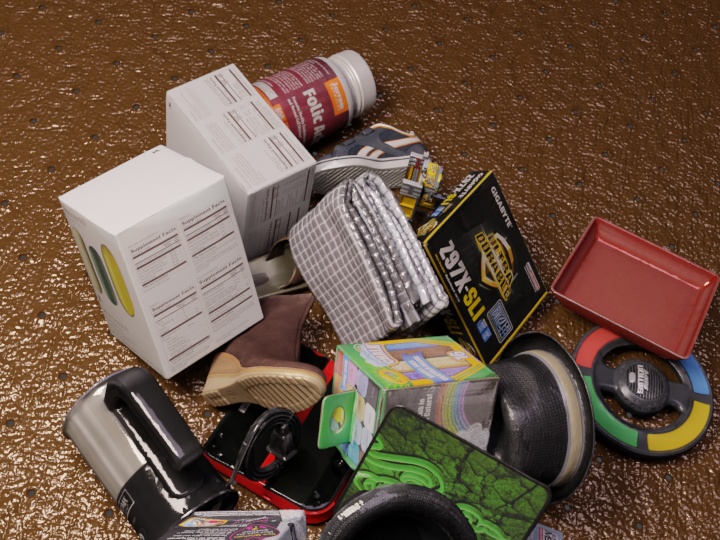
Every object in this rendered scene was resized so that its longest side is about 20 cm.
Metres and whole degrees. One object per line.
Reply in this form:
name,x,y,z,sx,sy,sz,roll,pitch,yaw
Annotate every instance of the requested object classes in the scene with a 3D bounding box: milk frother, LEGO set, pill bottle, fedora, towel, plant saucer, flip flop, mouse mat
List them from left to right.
milk frother,-0.196,0.188,1.153,0.188,0.182,0.199,47,35,20
flip flop,-0.097,-0.013,1.358,0.198,0.058,0.082,-23,62,-23
pill bottle,-0.081,-0.242,1.482,0.198,0.115,0.115,-29,65,-25
towel,0.000,0.000,1.273,0.085,0.165,0.202,-22,82,-36
fedora,0.027,0.297,1.041,0.197,0.204,0.092,-8,16,-16
LEGO set,0.103,-0.069,1.395,0.152,0.117,0.202,23,55,6
mouse mat,0.086,0.252,1.092,0.198,0.163,0.008,29,19,1
fedora,0.186,0.175,1.195,0.090,0.201,0.203,-1,54,-31
plant saucer,0.377,0.029,1.404,0.198,0.037,0.200,28,44,14

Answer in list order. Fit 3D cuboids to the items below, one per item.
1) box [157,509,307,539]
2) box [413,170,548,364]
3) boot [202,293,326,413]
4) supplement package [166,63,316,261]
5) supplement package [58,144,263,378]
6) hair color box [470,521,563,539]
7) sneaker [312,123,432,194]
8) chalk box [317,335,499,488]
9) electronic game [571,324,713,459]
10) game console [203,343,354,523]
box,-0.117,0.350,0.993,0.130,0.115,0.204,-4,93,14
box,0.154,-0.002,1.326,0.049,0.202,0.160,3,39,50
boot,-0.094,0.087,1.223,0.198,0.073,0.167,-7,40,40
supplement package,-0.166,-0.142,1.373,0.110,0.157,0.201,-27,64,-27
supplement package,-0.236,-0.014,1.218,0.150,0.203,0.151,-32,38,-28
hair color box,0.118,0.314,1.140,0.197,0.100,0.061,20,18,4
sneaker,0.006,-0.160,1.466,0.197,0.079,0.080,-6,61,-28
chalk box,0.038,0.159,1.161,0.197,0.127,0.124,-1,20,-26
electronic game,0.369,0.153,1.339,0.196,0.042,0.203,5,56,-7
game console,-0.072,0.192,1.244,0.175,0.031,0.201,25,55,14
